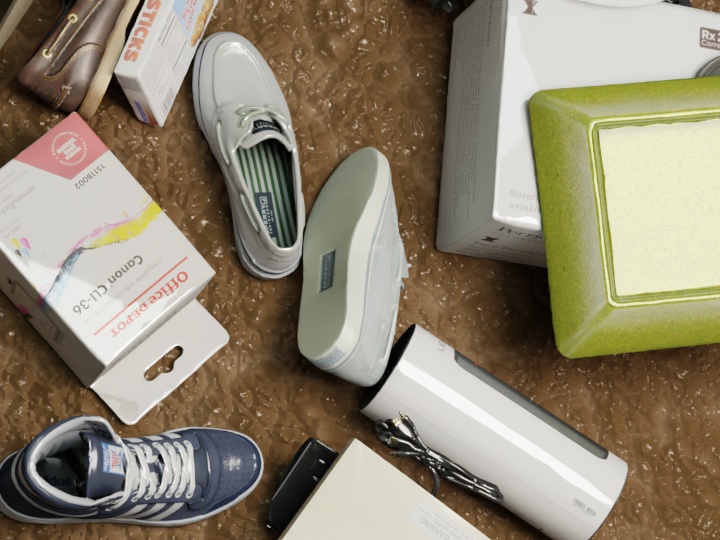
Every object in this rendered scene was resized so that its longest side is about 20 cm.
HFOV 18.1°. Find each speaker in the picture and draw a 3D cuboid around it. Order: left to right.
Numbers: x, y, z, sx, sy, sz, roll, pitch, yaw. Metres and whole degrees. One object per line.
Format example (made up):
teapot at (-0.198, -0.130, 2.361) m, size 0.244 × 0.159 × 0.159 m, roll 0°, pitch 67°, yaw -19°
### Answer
speaker at (0.098, 0.125, 1.706) m, size 0.199 × 0.081 × 0.081 m, roll 33°, pitch 66°, yaw -5°

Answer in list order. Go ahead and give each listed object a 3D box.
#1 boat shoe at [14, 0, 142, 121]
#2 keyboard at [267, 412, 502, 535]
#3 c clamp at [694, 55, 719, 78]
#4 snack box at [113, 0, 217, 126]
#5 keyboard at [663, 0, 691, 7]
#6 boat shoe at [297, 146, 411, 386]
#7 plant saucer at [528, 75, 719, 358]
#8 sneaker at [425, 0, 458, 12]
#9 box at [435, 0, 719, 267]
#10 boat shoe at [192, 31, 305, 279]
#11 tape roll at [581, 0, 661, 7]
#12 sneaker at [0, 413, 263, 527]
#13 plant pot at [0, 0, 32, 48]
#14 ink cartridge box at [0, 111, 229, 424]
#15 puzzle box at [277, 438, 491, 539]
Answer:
boat shoe at (-0.197, -0.213, 1.720) m, size 0.070 × 0.070 × 0.201 m, roll 26°, pitch 67°, yaw -11°
keyboard at (0.040, 0.184, 1.666) m, size 0.199 × 0.021 × 0.127 m, roll 33°, pitch 100°, yaw -7°
c clamp at (0.308, -0.060, 1.723) m, size 0.170 × 0.027 × 0.201 m, roll 17°, pitch 76°, yaw -9°
snack box at (-0.134, -0.214, 1.741) m, size 0.024 × 0.072 × 0.201 m, roll 13°, pitch 66°, yaw 19°
keyboard at (0.173, -0.238, 1.881) m, size 0.199 × 0.021 × 0.127 m, roll 34°, pitch 65°, yaw -5°
boat shoe at (0.001, 0.000, 1.720) m, size 0.071 × 0.070 × 0.202 m, roll 38°, pitch 45°, yaw -34°
plant saucer at (0.234, -0.045, 1.666) m, size 0.199 × 0.048 × 0.201 m, roll -5°, pitch 85°, yaw -9°
sneaker at (0.109, -0.292, 1.828) m, size 0.200 × 0.071 × 0.098 m, roll -33°, pitch 82°, yaw -27°
box at (0.176, -0.106, 1.770) m, size 0.198 × 0.131 × 0.201 m, roll 9°, pitch 76°, yaw -15°
boat shoe at (-0.075, -0.096, 1.725) m, size 0.073 × 0.067 × 0.201 m, roll -12°, pitch 77°, yaw -22°
tape roll at (0.179, -0.295, 1.756) m, size 0.201 × 0.071 × 0.203 m, roll 10°, pitch 43°, yaw -10°
sneaker at (-0.154, 0.140, 1.600) m, size 0.199 × 0.108 × 0.071 m, roll -4°, pitch 75°, yaw -20°
plant pot at (-0.288, -0.291, 1.658) m, size 0.200 × 0.200 × 0.177 m, roll 40°, pitch 54°, yaw -3°
ink cartridge box at (-0.190, 0.000, 1.655) m, size 0.116 × 0.067 × 0.200 m, roll -42°, pitch 89°, yaw -25°
puzzle box at (0.034, 0.232, 1.623) m, size 0.200 × 0.025 × 0.133 m, roll 38°, pitch 82°, yaw -4°
